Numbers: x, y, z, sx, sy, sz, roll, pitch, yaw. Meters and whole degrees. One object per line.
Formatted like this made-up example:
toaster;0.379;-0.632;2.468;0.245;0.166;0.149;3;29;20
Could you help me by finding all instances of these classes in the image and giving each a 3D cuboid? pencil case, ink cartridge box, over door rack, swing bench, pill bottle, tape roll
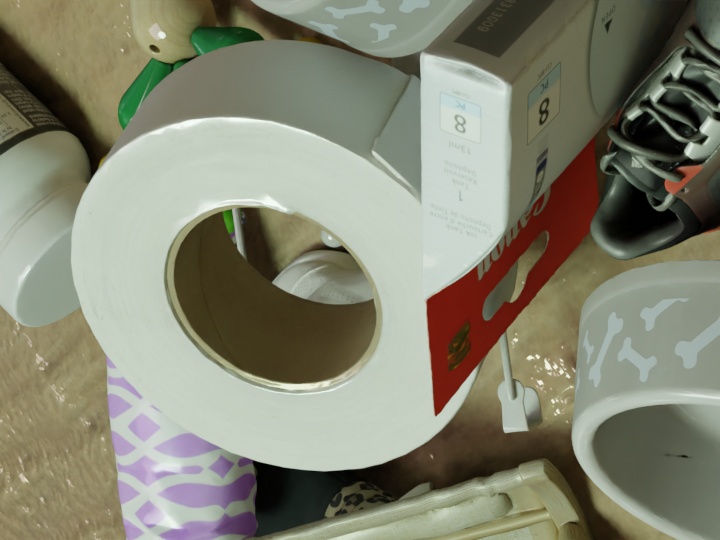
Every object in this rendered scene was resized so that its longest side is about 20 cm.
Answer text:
pencil case;-0.102;0.064;1.609;0.084;0.085;0.200;0;94;17
ink cartridge box;0.084;-0.049;1.197;0.047;0.160;0.200;20;136;25
over door rack;0.000;0.000;1.383;0.148;0.067;0.200;-6;106;18
swing bench;0.033;0.226;1.468;0.130;0.199;0.200;51;-151;-53
pill bottle;-0.238;-0.065;1.722;0.200;0.116;0.116;44;149;22
tape roll;-0.029;-0.006;1.301;0.202;0.071;0.203;11;128;14

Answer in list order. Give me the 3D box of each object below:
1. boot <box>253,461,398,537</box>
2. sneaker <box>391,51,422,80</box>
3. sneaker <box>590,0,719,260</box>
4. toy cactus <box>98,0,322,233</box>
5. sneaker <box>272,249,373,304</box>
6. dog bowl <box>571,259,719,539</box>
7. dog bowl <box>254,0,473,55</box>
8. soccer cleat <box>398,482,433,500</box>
boot;-0.030;0.177;1.683;0.154;0.073;0.204;35;141;42
sneaker;0.056;-0.112;1.252;0.100;0.075;0.200;-127;19;-55
sneaker;0.147;-0.064;1.178;0.077;0.082;0.200;45;149;20
toy cactus;-0.081;-0.101;1.501;0.200;0.102;0.165;-26;78;63
sneaker;-0.023;0.036;1.526;0.075;0.088;0.200;59;151;-7
dog bowl;0.180;0.070;1.186;0.200;0.059;0.200;15;155;7
dog bowl;-0.001;-0.194;1.194;0.200;0.059;0.200;-13;75;58
soccer cleat;0.083;0.203;1.561;0.200;0.078;0.069;40;-170;3
